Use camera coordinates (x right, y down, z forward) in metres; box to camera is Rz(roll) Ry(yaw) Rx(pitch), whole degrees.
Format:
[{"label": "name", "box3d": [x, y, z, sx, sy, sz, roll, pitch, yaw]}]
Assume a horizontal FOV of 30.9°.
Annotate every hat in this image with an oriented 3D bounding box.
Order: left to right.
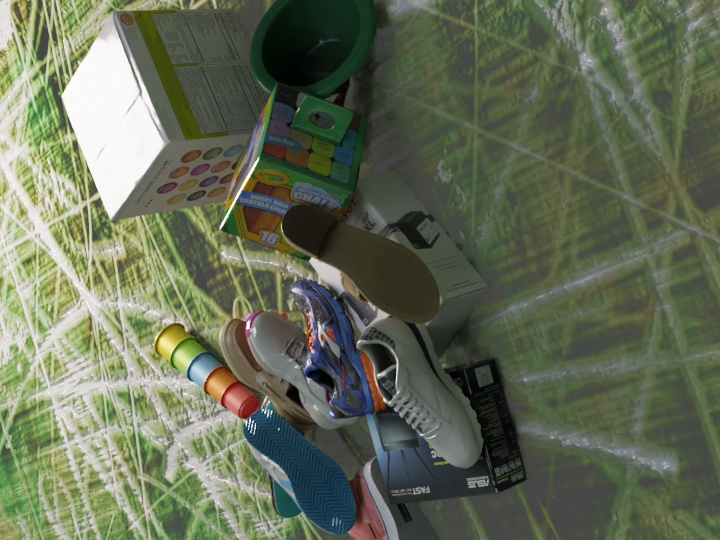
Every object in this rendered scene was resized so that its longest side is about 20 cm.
[{"label": "hat", "box3d": [-0.036, -0.246, 1.659, 0.200, 0.176, 0.166, -46, 59, 1]}]

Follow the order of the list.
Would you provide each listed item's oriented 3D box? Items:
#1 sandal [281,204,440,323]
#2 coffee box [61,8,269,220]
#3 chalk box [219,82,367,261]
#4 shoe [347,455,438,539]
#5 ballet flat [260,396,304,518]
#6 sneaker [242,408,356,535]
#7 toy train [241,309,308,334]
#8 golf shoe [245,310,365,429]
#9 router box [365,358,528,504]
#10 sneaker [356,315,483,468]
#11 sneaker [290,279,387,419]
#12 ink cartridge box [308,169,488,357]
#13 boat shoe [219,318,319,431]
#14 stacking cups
[{"label": "sandal", "box3d": [0.003, -0.005, 1.522, 0.211, 0.078, 0.070, 32, 168, 9]}, {"label": "coffee box", "box3d": [-0.255, -0.214, 1.771, 0.200, 0.197, 0.201, -41, 68, 46]}, {"label": "chalk box", "box3d": [-0.072, -0.127, 1.555, 0.200, 0.124, 0.125, 125, 160, -51]}, {"label": "shoe", "box3d": [0.041, 0.348, 1.699, 0.091, 0.071, 0.201, -46, 62, 45]}, {"label": "ballet flat", "box3d": [-0.111, 0.249, 1.839, 0.067, 0.067, 0.202, -107, 17, -73]}, {"label": "sneaker", "box3d": [-0.074, 0.269, 1.730, 0.200, 0.076, 0.081, 47, 169, 23]}, {"label": "toy train", "box3d": [-0.086, 0.113, 1.788, 0.199, 0.056, 0.151, 7, 132, 36]}, {"label": "golf shoe", "box3d": [-0.062, 0.122, 1.665, 0.200, 0.076, 0.091, 47, 152, -22]}, {"label": "router box", "box3d": [0.098, 0.200, 1.597, 0.199, 0.062, 0.151, -18, 88, 48]}, {"label": "sneaker", "box3d": [0.065, 0.147, 1.501, 0.076, 0.080, 0.201, -35, 87, 39]}, {"label": "sneaker", "box3d": [-0.041, 0.096, 1.609, 0.201, 0.078, 0.076, 59, 167, 27]}, {"label": "ink cartridge box", "box3d": [0.041, 0.001, 1.591, 0.200, 0.083, 0.146, 53, 134, 24]}, {"label": "boat shoe", "box3d": [-0.107, 0.134, 1.731, 0.064, 0.072, 0.200, -13, 128, 43]}, {"label": "stacking cups", "box3d": [-0.227, 0.156, 1.951, 0.200, 0.060, 0.061, 37, 126, 31]}]
